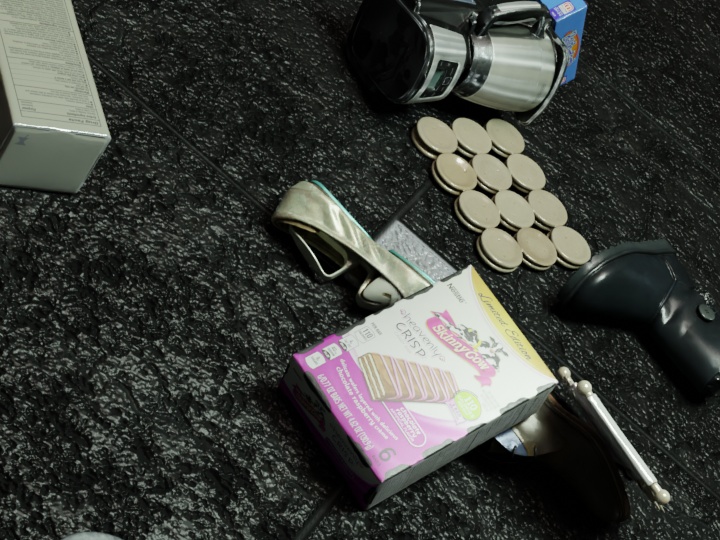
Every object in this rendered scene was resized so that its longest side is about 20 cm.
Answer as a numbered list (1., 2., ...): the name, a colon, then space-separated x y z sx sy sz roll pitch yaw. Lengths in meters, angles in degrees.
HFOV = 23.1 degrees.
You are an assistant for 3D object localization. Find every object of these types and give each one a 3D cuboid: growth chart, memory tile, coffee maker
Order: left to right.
1. coffee maker: 0.089 -0.243 1.885 0.200 0.135 0.192 4 16 -37
2. memory tile: 0.146 -0.080 1.840 0.153 0.017 0.200 -4 56 -40
3. growth chart: 0.227 0.152 1.588 0.145 0.018 0.200 54 1 2

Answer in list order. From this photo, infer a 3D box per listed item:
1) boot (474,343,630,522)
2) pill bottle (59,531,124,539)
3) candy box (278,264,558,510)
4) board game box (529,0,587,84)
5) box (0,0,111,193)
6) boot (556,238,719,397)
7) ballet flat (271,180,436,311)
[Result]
1. boot: 0.155 0.163 1.591 0.097 0.075 0.200 -32 81 -26
2. pill bottle: -0.199 0.250 1.100 0.112 0.200 0.112 21 42 -20
3. candy box: 0.051 0.097 1.511 0.200 0.061 0.137 -26 70 -29
4. board game box: 0.180 -0.322 1.998 0.045 0.152 0.200 -28 68 -11
5. box: -0.292 -0.170 1.532 0.095 0.078 0.200 7 49 -34
6. boot: 0.310 0.052 1.791 0.200 0.076 0.168 -11 56 -51
7. ballet flat: 0.000 0.000 1.626 0.200 0.067 0.062 41 66 8
